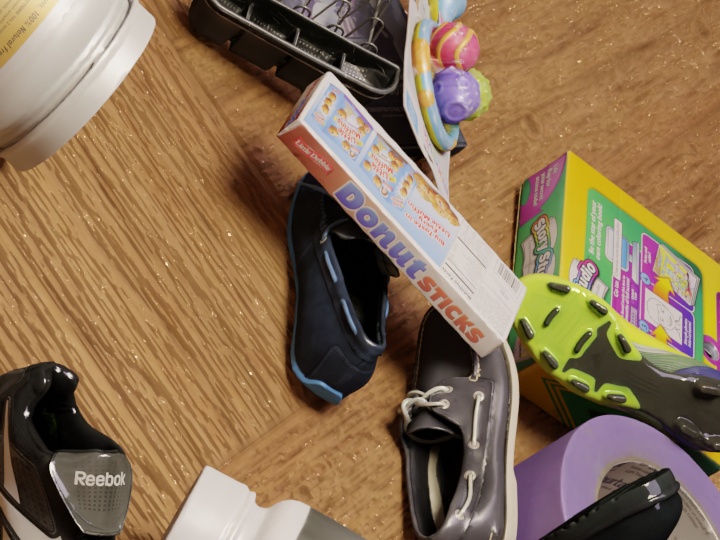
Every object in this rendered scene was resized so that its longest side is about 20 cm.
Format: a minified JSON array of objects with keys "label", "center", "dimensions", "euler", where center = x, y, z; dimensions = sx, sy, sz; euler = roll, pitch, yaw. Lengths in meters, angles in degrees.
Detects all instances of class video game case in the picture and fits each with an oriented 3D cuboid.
[{"label":"video game case","center":[-0.009,-0.172,1.898],"dimensions":[0.143,0.019,0.200],"euler":[-5,66,-52]}]

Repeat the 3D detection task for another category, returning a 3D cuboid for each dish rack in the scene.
[{"label":"dish rack","center":[-0.037,-0.214,1.835],"dimensions":[0.153,0.055,0.200],"euler":[28,50,-19]}]

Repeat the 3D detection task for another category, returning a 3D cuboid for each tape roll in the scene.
[{"label":"tape roll","center":[0.173,0.203,1.745],"dimensions":[0.200,0.085,0.200],"euler":[31,40,-30]}]

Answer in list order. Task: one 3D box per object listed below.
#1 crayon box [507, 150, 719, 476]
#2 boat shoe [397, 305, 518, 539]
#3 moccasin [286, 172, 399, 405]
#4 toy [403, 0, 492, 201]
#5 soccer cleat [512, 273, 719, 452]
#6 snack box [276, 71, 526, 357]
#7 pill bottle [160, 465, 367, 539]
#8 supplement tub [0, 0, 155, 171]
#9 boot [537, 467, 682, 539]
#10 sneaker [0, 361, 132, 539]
[{"label":"crayon box","center":[0.189,0.038,1.923],"dimensions":[0.172,0.058,0.200],"euler":[34,41,-25]},{"label":"boat shoe","center":[0.059,0.099,1.706],"dimensions":[0.063,0.073,0.201],"euler":[25,49,-40]},{"label":"moccasin","center":[0.000,0.000,1.719],"dimensions":[0.080,0.068,0.200],"euler":[27,40,-32]},{"label":"toy","center":[0.066,-0.146,1.869],"dimensions":[0.200,0.047,0.115],"euler":[-91,163,-45]},{"label":"soccer cleat","center":[0.179,0.065,1.807],"dimensions":[0.200,0.065,0.084],"euler":[30,0,-14]},{"label":"snack box","center":[0.029,-0.037,1.706],"dimensions":[0.200,0.024,0.072],"euler":[47,33,-12]},{"label":"pill bottle","center":[-0.023,0.198,1.450],"dimensions":[0.200,0.114,0.114],"euler":[30,38,-2]},{"label":"supplement tub","center":[-0.231,-0.167,1.518],"dimensions":[0.200,0.144,0.145],"euler":[42,36,-18]},{"label":"boot","center":[0.155,0.233,1.600],"dimensions":[0.168,0.200,0.076],"euler":[56,29,7]},{"label":"sneaker","center":[-0.156,0.136,1.401],"dimensions":[0.066,0.090,0.200],"euler":[-1,63,-49]}]
